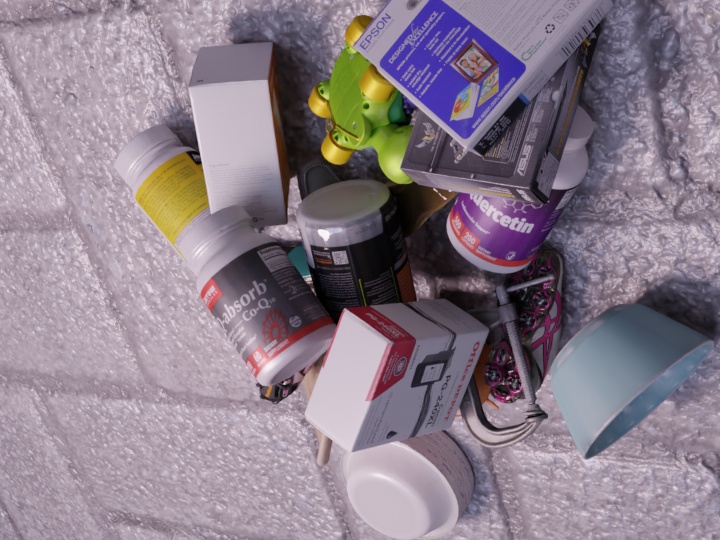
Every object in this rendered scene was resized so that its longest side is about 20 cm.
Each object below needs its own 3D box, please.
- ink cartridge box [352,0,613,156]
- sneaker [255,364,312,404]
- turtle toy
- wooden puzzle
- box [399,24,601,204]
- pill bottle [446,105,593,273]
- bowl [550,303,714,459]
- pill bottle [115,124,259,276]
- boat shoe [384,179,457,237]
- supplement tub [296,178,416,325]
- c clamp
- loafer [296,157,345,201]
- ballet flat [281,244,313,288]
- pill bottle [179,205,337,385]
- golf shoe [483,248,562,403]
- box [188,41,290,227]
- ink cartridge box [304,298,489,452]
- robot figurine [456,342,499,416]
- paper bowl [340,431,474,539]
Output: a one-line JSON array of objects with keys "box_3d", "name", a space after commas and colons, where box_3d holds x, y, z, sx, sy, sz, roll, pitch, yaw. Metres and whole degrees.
[{"box_3d": [0.118, -0.248, 1.069, 0.198, 0.043, 0.200, -49, 58, 10], "name": "ink cartridge box"}, {"box_3d": [-0.101, 0.130, 1.401, 0.080, 0.086, 0.200, 26, 157, 10], "name": "sneaker"}, {"box_3d": [0.022, -0.185, 1.203, 0.146, 0.101, 0.200, -53, 43, 45], "name": "turtle toy"}, {"box_3d": [-0.042, 0.142, 1.473, 0.046, 0.200, 0.185, 1, 131, -13], "name": "wooden puzzle"}, {"box_3d": [0.144, -0.177, 1.088, 0.158, 0.200, 0.048, 12, 170, 36], "name": "box"}, {"box_3d": [0.180, -0.098, 1.176, 0.112, 0.112, 0.200, 34, 133, 10], "name": "pill bottle"}, {"box_3d": [0.298, 0.114, 1.215, 0.105, 0.201, 0.201, 49, 138, 22], "name": "bowl"}, {"box_3d": [-0.242, -0.098, 1.453, 0.200, 0.114, 0.114, 49, 136, 10], "name": "pill bottle"}, {"box_3d": [0.073, -0.094, 1.283, 0.074, 0.066, 0.200, 58, 145, -5], "name": "boat shoe"}, {"box_3d": [0.000, 0.000, 1.283, 0.122, 0.123, 0.200, 6, 123, 31], "name": "supplement tub"}, {"box_3d": [0.174, 0.115, 1.266, 0.171, 0.027, 0.200, -12, 88, 38], "name": "c clamp"}, {"box_3d": [-0.019, -0.056, 1.364, 0.200, 0.070, 0.070, 59, 175, -22], "name": "loafer"}, {"box_3d": [-0.099, 0.000, 1.471, 0.200, 0.072, 0.072, 7, 125, 40], "name": "ballet flat"}, {"box_3d": [-0.126, 0.028, 1.263, 0.200, 0.116, 0.116, 54, 136, 12], "name": "pill bottle"}, {"box_3d": [0.213, 0.065, 1.303, 0.073, 0.092, 0.200, 27, 113, 36], "name": "golf shoe"}, {"box_3d": [-0.148, -0.169, 1.322, 0.097, 0.124, 0.200, -4, 124, 2], "name": "box"}, {"box_3d": [0.048, 0.119, 1.233, 0.083, 0.200, 0.145, 32, 112, 35], "name": "ink cartridge box"}, {"box_3d": [0.093, 0.125, 1.395, 0.200, 0.117, 0.144, 15, 84, 25], "name": "robot figurine"}, {"box_3d": [0.061, 0.320, 1.568, 0.201, 0.104, 0.201, 17, 130, 22], "name": "paper bowl"}]
